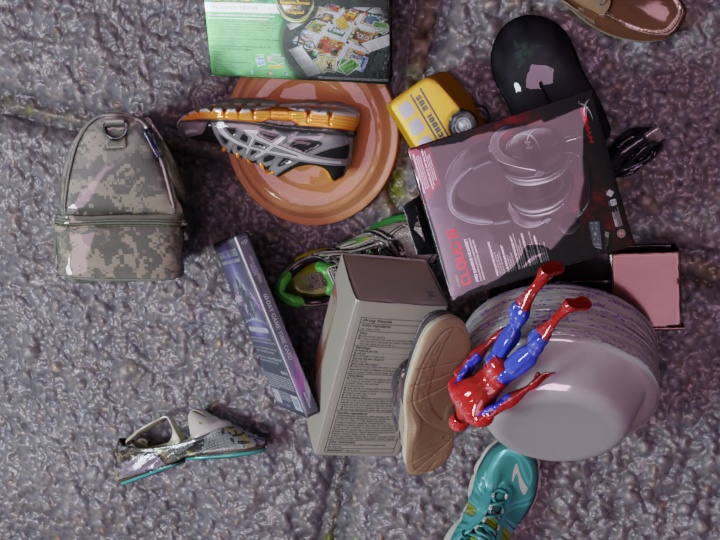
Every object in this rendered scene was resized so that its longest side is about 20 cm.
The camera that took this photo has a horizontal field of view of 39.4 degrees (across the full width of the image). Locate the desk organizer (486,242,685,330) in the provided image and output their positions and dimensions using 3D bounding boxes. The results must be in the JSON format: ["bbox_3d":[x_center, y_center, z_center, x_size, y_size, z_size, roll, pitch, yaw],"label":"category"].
[{"bbox_3d":[0.228,0.018,1.035,0.197,0.072,0.078,-2,98,14],"label":"desk organizer"}]

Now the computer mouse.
[{"bbox_3d":[0.202,-0.167,1.014,0.138,0.053,0.201,-32,92,19],"label":"computer mouse"}]

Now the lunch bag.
[{"bbox_3d":[-0.255,-0.078,1.068,0.137,0.200,0.171,-3,95,-12],"label":"lunch bag"}]

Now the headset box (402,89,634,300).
[{"bbox_3d":[0.141,-0.068,0.959,0.197,0.077,0.151,-16,94,6],"label":"headset box"}]

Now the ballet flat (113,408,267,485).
[{"bbox_3d":[-0.207,0.201,1.184,0.198,0.072,0.073,-15,97,15],"label":"ballet flat"}]

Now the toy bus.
[{"bbox_3d":[0.114,-0.107,1.038,0.078,0.065,0.202,-31,93,25],"label":"toy bus"}]

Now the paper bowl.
[{"bbox_3d":[0.194,0.114,0.995,0.197,0.105,0.202,6,142,5],"label":"paper bowl"}]

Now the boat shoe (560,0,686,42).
[{"bbox_3d":[0.222,-0.282,0.975,0.198,0.072,0.077,28,106,7],"label":"boat shoe"}]

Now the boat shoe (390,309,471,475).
[{"bbox_3d":[0.061,0.114,0.987,0.071,0.065,0.202,-17,132,-21],"label":"boat shoe"}]

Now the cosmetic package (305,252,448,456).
[{"bbox_3d":[0.011,0.091,1.053,0.102,0.088,0.202,6,122,-18],"label":"cosmetic package"}]

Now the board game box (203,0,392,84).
[{"bbox_3d":[-0.064,-0.249,1.034,0.197,0.024,0.106,6,121,12],"label":"board game box"}]

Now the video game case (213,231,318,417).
[{"bbox_3d":[-0.106,0.059,1.097,0.019,0.143,0.203,-22,95,-17],"label":"video game case"}]

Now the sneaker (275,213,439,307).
[{"bbox_3d":[0.000,0.000,1.081,0.198,0.085,0.079,-22,95,16],"label":"sneaker"}]

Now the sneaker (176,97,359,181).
[{"bbox_3d":[-0.099,-0.138,1.053,0.197,0.078,0.078,6,112,14],"label":"sneaker"}]

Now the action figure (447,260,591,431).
[{"bbox_3d":[0.133,0.081,0.905,0.066,0.051,0.201,53,129,25],"label":"action figure"}]

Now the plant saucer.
[{"bbox_3d":[-0.055,-0.149,1.094,0.197,0.032,0.204,3,102,14],"label":"plant saucer"}]

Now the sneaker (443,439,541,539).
[{"bbox_3d":[0.142,0.278,1.103,0.077,0.080,0.202,23,105,9],"label":"sneaker"}]
